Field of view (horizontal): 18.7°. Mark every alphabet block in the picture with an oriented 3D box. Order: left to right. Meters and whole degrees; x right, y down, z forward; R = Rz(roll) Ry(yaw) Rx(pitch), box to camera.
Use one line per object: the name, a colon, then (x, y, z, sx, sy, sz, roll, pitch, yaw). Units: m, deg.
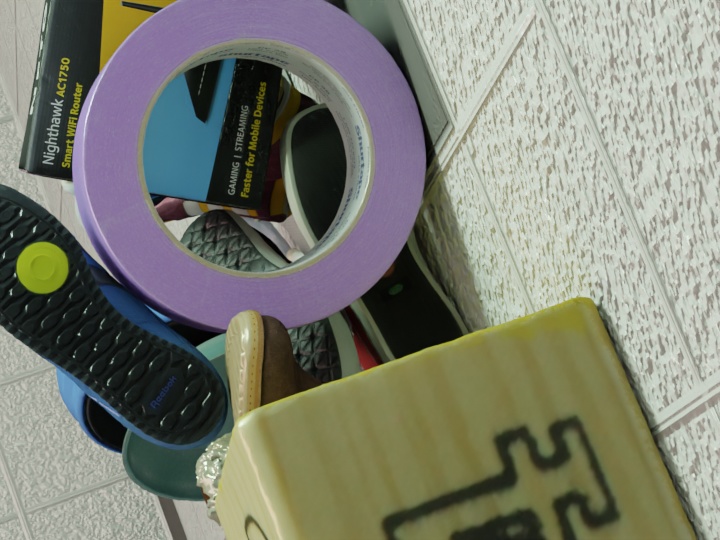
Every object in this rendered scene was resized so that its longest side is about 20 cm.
alphabet block: (0.052, 0.156, 1.117, 0.195, 0.196, 0.200, 112, 137, -68)

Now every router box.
router box: (-0.121, -0.146, 1.346, 0.051, 0.149, 0.200, -170, 88, -76)

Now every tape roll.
tape roll: (-0.066, -0.063, 1.279, 0.066, 0.200, 0.200, 165, 86, -77)

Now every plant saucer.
plant saucer: (-0.077, 0.094, 1.558, 0.200, 0.200, 0.036, 90, 161, -55)

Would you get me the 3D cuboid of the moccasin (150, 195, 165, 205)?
moccasin: (-0.134, -0.126, 1.433, 0.068, 0.080, 0.200, 135, 148, -60)

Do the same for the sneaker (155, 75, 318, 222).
sneaker: (-0.090, -0.058, 1.476, 0.090, 0.075, 0.200, 38, 141, -23)

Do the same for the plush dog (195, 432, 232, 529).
plush dog: (0.014, 0.153, 1.471, 0.172, 0.160, 0.200, 50, -168, 23)

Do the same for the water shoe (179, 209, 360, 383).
water shoe: (-0.042, 0.032, 1.387, 0.079, 0.072, 0.200, 31, -163, -47)

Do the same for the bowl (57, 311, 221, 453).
bowl: (-0.117, 0.066, 1.577, 0.201, 0.200, 0.039, 90, 160, -55)

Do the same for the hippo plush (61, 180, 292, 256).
hippo plush: (-0.153, -0.095, 1.688, 0.200, 0.161, 0.159, 90, 157, -55)

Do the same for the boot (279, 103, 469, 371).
boot: (0.000, 0.000, 1.400, 0.144, 0.072, 0.200, 115, 131, -74)

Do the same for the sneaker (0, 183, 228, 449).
sneaker: (-0.159, 0.031, 1.267, 0.200, 0.066, 0.078, 42, 173, -1)

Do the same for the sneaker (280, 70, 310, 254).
sneaker: (-0.089, -0.073, 1.558, 0.074, 0.115, 0.200, 105, 142, -65)

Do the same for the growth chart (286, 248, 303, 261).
growth chart: (-0.019, 0.075, 1.695, 0.145, 0.018, 0.200, -148, 41, -71)

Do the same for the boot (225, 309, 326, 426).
boot: (0.010, 0.085, 1.264, 0.200, 0.166, 0.072, 84, 176, -47)
